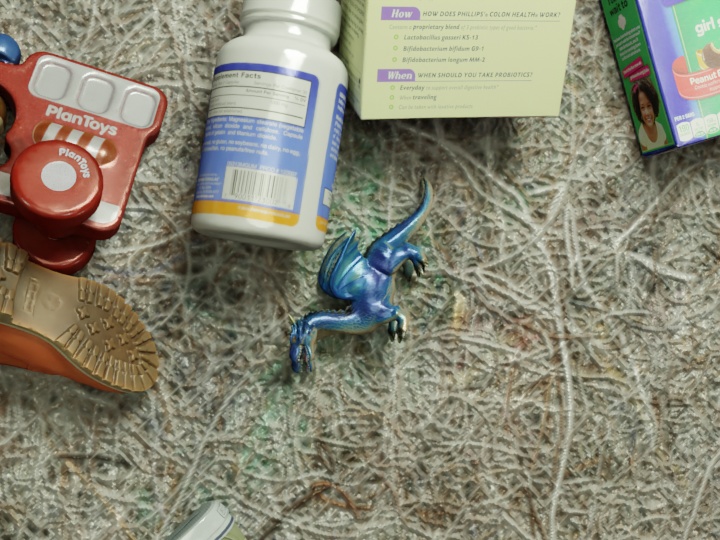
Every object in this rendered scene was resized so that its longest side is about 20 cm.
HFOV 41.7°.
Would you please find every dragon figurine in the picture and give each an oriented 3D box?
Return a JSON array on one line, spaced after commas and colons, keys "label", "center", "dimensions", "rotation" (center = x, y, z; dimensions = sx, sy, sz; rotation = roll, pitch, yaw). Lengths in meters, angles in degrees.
[{"label": "dragon figurine", "center": [0.000, 0.000, 0.809], "dimensions": [0.099, 0.059, 0.202], "rotation": [19, 86, -10]}]

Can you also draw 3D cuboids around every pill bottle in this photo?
[{"label": "pill bottle", "center": [-0.070, -0.123, 0.773], "dimensions": [0.111, 0.112, 0.202], "rotation": [9, 86, -11]}]

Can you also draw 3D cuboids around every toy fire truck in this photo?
[{"label": "toy fire truck", "center": [-0.268, -0.102, 0.748], "dimensions": [0.198, 0.112, 0.169], "rotation": [17, 61, -11]}]

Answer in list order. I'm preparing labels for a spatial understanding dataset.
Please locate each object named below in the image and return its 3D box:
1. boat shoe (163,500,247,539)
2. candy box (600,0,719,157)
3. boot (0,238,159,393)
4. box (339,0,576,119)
[{"label": "boat shoe", "center": [-0.171, 0.275, 0.761], "dimensions": [0.200, 0.072, 0.062], "rotation": [-42, 93, -12]}, {"label": "candy box", "center": [0.321, -0.225, 0.870], "dimensions": [0.168, 0.077, 0.202], "rotation": [-17, 90, -11]}, {"label": "boot", "center": [-0.259, 0.049, 0.755], "dimensions": [0.199, 0.107, 0.075], "rotation": [35, 42, -30]}, {"label": "box", "center": [0.078, -0.233, 0.771], "dimensions": [0.174, 0.097, 0.202], "rotation": [-3, 118, -13]}]
